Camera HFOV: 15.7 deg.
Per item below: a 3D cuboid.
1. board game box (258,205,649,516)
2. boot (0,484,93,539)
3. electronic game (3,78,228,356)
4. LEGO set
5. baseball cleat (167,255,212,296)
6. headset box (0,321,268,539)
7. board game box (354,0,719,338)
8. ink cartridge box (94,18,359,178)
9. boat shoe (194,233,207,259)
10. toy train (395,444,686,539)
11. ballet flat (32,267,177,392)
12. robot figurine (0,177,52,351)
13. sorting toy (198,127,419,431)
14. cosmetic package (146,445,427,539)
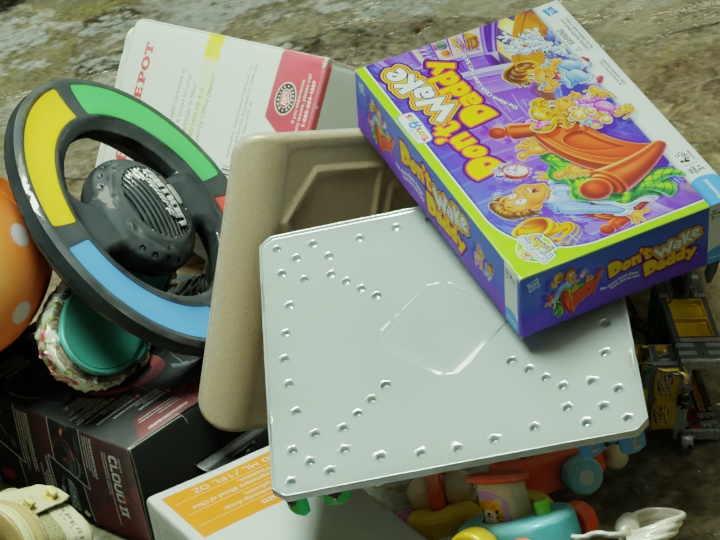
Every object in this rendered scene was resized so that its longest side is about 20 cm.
[{"bbox_3d":[0.047,0.039,1.425,0.200,0.026,0.200,-11,44,5],"label":"board game box"},{"bbox_3d":[-0.201,0.155,1.439,0.200,0.073,0.155,-22,-8,42],"label":"boot"},{"bbox_3d":[-0.133,-0.033,1.580,0.042,0.200,0.200,-40,13,29],"label":"electronic game"},{"bbox_3d":[0.155,0.020,1.545,0.154,0.200,0.116,6,30,-9],"label":"LEGO set"},{"bbox_3d":[-0.095,0.013,1.711,0.200,0.107,0.070,4,50,30],"label":"baseball cleat"},{"bbox_3d":[-0.135,0.086,1.620,0.200,0.075,0.149,16,38,41],"label":"headset box"},{"bbox_3d":[0.100,-0.061,1.454,0.134,0.045,0.200,-21,46,-17],"label":"board game box"},{"bbox_3d":[-0.085,-0.089,1.847,0.200,0.145,0.083,17,4,42],"label":"ink cartridge box"},{"bbox_3d":[-0.032,-0.028,1.714,0.200,0.072,0.071,13,65,27],"label":"boat shoe"},{"bbox_3d":[0.095,0.117,1.441,0.150,0.056,0.200,-18,9,-11],"label":"toy train"},{"bbox_3d":[-0.162,0.026,1.606,0.064,0.076,0.200,-34,13,27],"label":"ballet flat"},{"bbox_3d":[-0.246,-0.001,1.582,0.144,0.117,0.200,-47,6,1],"label":"robot figurine"},{"bbox_3d":[0.000,0.000,1.566,0.200,0.185,0.036,-3,22,-32],"label":"sorting toy"},{"bbox_3d":[-0.026,0.173,1.422,0.101,0.071,0.200,-23,30,-24],"label":"cosmetic package"}]
